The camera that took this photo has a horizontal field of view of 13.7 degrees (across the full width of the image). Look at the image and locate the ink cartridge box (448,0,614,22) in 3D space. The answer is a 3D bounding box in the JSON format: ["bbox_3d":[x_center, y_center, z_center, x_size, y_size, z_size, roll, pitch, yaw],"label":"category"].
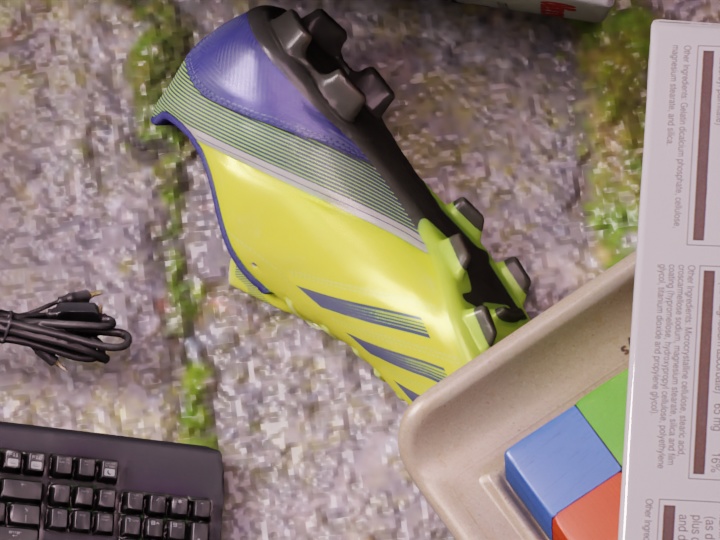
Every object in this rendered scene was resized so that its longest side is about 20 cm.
[{"bbox_3d":[-0.003,-0.141,1.035,0.200,0.147,0.083,9,93,4],"label":"ink cartridge box"}]

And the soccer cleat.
[{"bbox_3d":[0.000,0.000,1.051,0.084,0.065,0.200,-38,79,20],"label":"soccer cleat"}]

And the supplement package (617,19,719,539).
[{"bbox_3d":[0.129,0.056,0.821,0.111,0.156,0.200,3,68,7],"label":"supplement package"}]

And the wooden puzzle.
[{"bbox_3d":[0.138,0.074,0.919,0.185,0.046,0.200,-33,74,-10],"label":"wooden puzzle"}]

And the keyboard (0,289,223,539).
[{"bbox_3d":[-0.142,0.060,1.008,0.200,0.021,0.127,8,72,-21],"label":"keyboard"}]
